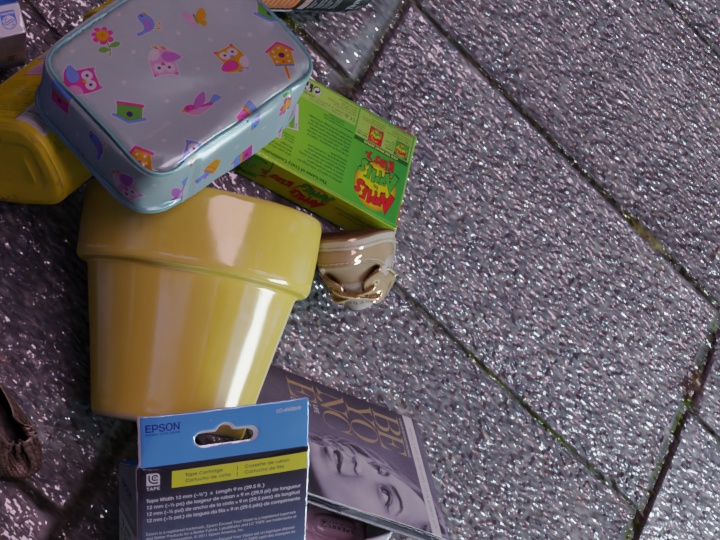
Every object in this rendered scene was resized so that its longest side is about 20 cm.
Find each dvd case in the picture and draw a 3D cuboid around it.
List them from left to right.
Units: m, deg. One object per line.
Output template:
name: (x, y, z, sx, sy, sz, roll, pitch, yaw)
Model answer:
dvd case: (-0.017, 0.158, 1.723, 0.199, 0.016, 0.149, 23, 32, -29)

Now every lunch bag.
lunch bag: (-0.146, -0.150, 1.531, 0.160, 0.077, 0.200, 43, 56, 12)

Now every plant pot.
plant pot: (-0.144, 0.035, 1.617, 0.199, 0.200, 0.191, 13, 84, -32)

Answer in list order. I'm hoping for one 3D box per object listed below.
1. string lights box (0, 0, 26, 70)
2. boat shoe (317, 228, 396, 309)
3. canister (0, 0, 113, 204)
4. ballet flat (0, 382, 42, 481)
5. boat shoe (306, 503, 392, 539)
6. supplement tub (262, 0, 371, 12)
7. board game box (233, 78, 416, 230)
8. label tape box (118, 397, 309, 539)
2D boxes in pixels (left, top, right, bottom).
string lights box: (-0.327, -0.271, 1.616, 0.058, 0.103, 0.202, -14, 83, -13)
boat shoe: (0.000, 0.000, 1.743, 0.200, 0.073, 0.070, 7, 80, -79)
canister: (-0.229, -0.142, 1.625, 0.200, 0.148, 0.087, -43, 123, -34)
ballet flat: (-0.319, 0.084, 1.552, 0.067, 0.046, 0.201, -43, 102, -37)
boat shoe: (-0.066, 0.210, 1.685, 0.200, 0.065, 0.075, 18, 66, -31)
supplement tub: (-0.081, -0.300, 1.799, 0.198, 0.122, 0.124, -4, 78, -37)
board game box: (-0.047, -0.117, 1.813, 0.199, 0.047, 0.103, 27, 62, -26)
label tape box: (-0.118, 0.188, 1.571, 0.142, 0.066, 0.202, -6, 114, -20)
